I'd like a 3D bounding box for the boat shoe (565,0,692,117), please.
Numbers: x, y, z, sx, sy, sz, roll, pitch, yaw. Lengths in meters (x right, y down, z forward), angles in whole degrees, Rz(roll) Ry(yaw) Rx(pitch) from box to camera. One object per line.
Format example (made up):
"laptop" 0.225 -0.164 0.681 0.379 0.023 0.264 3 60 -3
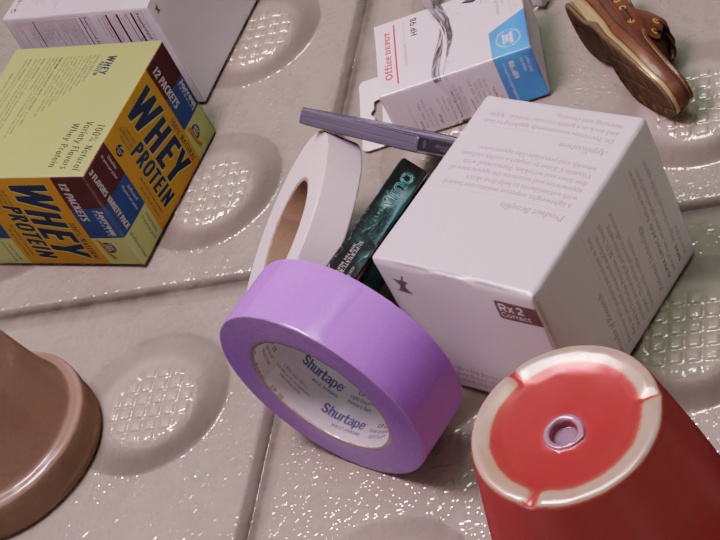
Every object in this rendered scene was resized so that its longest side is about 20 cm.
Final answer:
"boat shoe" 0.265 -0.217 1.705 0.067 0.072 0.200 -32 39 0

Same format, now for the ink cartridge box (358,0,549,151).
"ink cartridge box" 0.081 -0.205 1.800 0.200 0.067 0.116 -18 44 14

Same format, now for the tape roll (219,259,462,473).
"tape roll" -0.017 0.081 1.479 0.200 0.200 0.066 14 57 38

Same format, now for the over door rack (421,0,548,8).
"over door rack" 0.159 -0.369 1.915 0.148 0.067 0.200 5 52 34

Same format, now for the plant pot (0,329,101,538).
"plant pot" -0.368 0.124 1.657 0.200 0.175 0.200 -17 44 16

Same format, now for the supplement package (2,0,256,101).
"supplement package" -0.253 -0.300 2.020 0.200 0.147 0.191 1 50 30

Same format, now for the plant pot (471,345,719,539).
"plant pot" 0.175 0.163 1.310 0.200 0.177 0.201 -16 44 16

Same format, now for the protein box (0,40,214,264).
"protein box" -0.296 -0.122 1.882 0.200 0.135 0.199 1 49 30

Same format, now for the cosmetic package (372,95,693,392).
"cosmetic package" 0.149 -0.014 1.504 0.165 0.165 0.200 14 57 39

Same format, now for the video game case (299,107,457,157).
"video game case" 0.061 -0.119 1.654 0.143 0.200 0.019 18 97 39

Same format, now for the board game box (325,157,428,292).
"board game box" 0.000 0.000 1.563 0.028 0.200 0.135 32 68 7

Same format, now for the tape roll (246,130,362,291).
"tape roll" -0.054 -0.029 1.635 0.203 0.037 0.203 -160 90 -77
